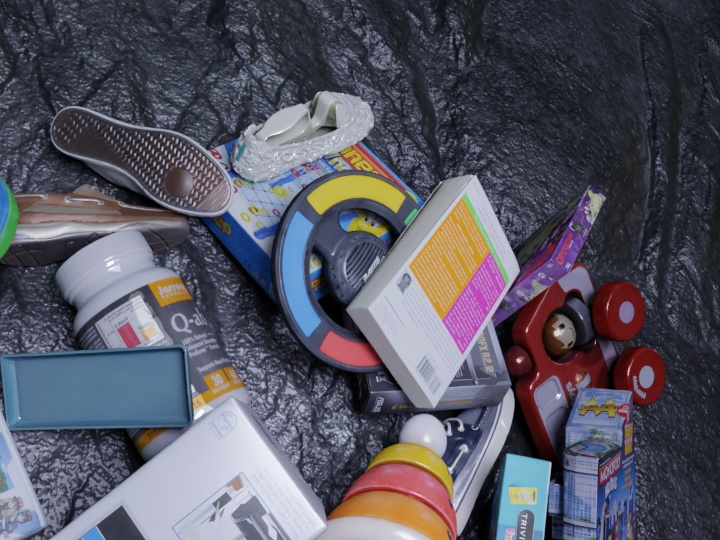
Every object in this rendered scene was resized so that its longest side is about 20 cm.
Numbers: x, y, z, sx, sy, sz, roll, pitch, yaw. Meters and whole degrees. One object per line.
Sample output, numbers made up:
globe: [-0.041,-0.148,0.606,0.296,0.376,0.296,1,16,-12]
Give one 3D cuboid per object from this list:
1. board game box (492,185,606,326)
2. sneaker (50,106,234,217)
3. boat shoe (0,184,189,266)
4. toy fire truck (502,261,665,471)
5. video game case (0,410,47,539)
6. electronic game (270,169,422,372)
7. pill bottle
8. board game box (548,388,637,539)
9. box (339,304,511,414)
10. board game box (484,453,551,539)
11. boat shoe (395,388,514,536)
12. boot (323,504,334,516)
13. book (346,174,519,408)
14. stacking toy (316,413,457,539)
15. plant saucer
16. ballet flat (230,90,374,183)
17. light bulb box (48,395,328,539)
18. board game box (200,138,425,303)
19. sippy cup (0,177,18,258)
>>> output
board game box: [0.192,-0.004,1.028,0.032,0.200,0.121,33,57,-6]
sneaker: [-0.216,-0.112,0.946,0.198,0.085,0.073,26,86,5]
boat shoe: [-0.270,-0.053,0.914,0.198,0.076,0.072,-3,66,-28]
toy fire truck: [0.238,0.103,1.026,0.167,0.112,0.202,-32,108,-29]
video game case: [-0.394,0.170,0.782,0.181,0.022,0.201,-21,76,-31]
electronic game: [0.000,0.000,0.904,0.198,0.041,0.203,4,83,-34]
pill bottle: [-0.200,0.070,0.863,0.116,0.116,0.201,-27,80,-32]
board game box: [0.236,0.225,0.925,0.199,0.061,0.202,7,83,-62]
box: [0.061,0.054,0.993,0.157,0.049,0.202,-2,54,-16]
board game box: [0.144,0.303,0.889,0.046,0.151,0.202,9,61,6]
boat shoe: [0.092,0.183,0.968,0.092,0.075,0.201,37,57,-13]
boot: [0.010,0.326,0.869,0.199,0.066,0.166,25,51,-16]
book: [0.083,0.019,0.918,0.200,0.048,0.134,-51,119,-33]
stacking toy: [0.042,0.210,0.849,0.145,0.146,0.201,31,43,-8]
plant saucer: [-0.233,0.104,0.806,0.019,0.198,0.071,-8,93,-68]
ballet flat: [-0.054,-0.156,0.985,0.199,0.072,0.072,-33,83,-35]
light bulb box: [-0.139,0.216,0.739,0.199,0.198,0.125,-37,83,-9]
board game box: [-0.060,-0.074,0.995,0.195,0.056,0.200,-29,62,-32]
sippy cup: [-0.392,-0.069,0.802,0.176,0.131,0.141,11,63,11]
